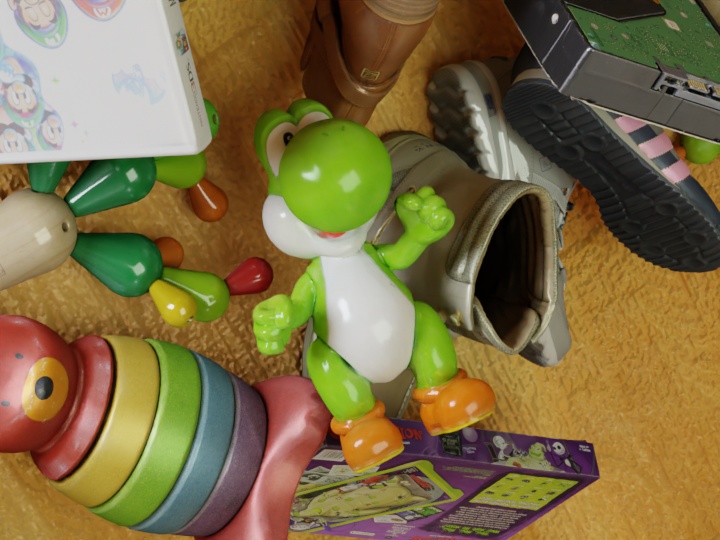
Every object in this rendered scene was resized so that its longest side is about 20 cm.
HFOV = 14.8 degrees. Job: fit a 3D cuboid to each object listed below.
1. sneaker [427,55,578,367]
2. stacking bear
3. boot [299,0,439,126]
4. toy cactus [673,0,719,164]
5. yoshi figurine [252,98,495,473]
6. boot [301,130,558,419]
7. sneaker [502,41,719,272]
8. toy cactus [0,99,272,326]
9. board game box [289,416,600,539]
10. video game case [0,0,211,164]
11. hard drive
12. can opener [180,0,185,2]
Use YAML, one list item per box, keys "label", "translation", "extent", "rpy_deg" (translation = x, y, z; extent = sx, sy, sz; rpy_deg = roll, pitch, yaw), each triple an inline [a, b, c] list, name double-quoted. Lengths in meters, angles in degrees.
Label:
- label: "sneaker"
  translation: [0.105, -0.037, 1.662]
  extent: [0.082, 0.075, 0.201]
  rpy_deg: [-22, 114, -22]
- label: "stacking bear"
  translation: [-0.136, 0.084, 1.532]
  extent: [0.200, 0.114, 0.122]
  rpy_deg: [23, 84, -27]
- label: "boot"
  translation: [0.009, -0.185, 1.553]
  extent: [0.073, 0.200, 0.155]
  rpy_deg: [17, 133, -8]
- label: "toy cactus"
  translation: [0.234, -0.135, 1.712]
  extent: [0.199, 0.102, 0.166]
  rpy_deg: [-17, 102, -16]
- label: "yoshi figurine"
  translation: [-0.002, 0.001, 1.494]
  extent: [0.112, 0.112, 0.201]
  rpy_deg: [-23, 91, -55]
- label: "boot"
  translation: [0.041, 0.031, 1.596]
  extent: [0.072, 0.155, 0.201]
  rpy_deg: [9, 99, -33]
- label: "sneaker"
  translation: [0.162, -0.078, 1.638]
  extent: [0.200, 0.070, 0.082]
  rpy_deg: [46, 47, -37]
- label: "toy cactus"
  translation: [-0.142, -0.035, 1.505]
  extent: [0.165, 0.102, 0.200]
  rpy_deg: [-32, 127, -8]
- label: "board game box"
  translation: [0.028, 0.126, 1.647]
  extent: [0.199, 0.032, 0.120]
  rpy_deg: [9, 144, -34]
- label: "video game case"
  translation: [-0.184, -0.140, 1.400]
  extent: [0.024, 0.199, 0.183]
  rpy_deg: [-49, 132, -55]
- label: "hard drive"
  translation: [0.137, -0.154, 1.579]
  extent: [0.139, 0.200, 0.038]
  rpy_deg: [13, 123, -34]
- label: "can opener"
  translation: [-0.110, -0.186, 1.440]
  extent: [0.067, 0.200, 0.053]
  rpy_deg: [32, 70, 0]
